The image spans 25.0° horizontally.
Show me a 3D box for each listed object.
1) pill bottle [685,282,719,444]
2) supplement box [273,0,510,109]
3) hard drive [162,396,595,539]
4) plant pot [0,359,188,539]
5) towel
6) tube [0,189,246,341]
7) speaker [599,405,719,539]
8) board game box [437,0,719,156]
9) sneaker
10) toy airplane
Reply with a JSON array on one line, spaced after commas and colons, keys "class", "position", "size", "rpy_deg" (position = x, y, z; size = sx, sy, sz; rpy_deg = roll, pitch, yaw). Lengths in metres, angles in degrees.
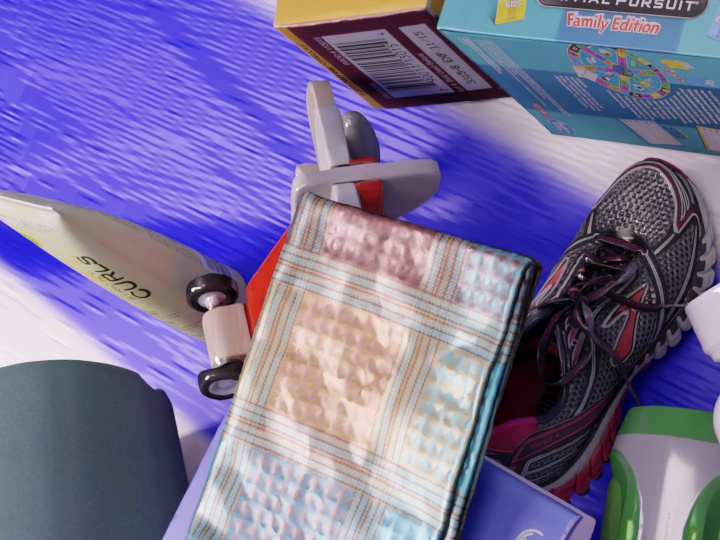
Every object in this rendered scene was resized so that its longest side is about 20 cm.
[{"class": "pill bottle", "position": [0.227, 0.086, 0.725], "size": [0.112, 0.112, 0.200], "rpy_deg": [-30, 78, 19]}, {"class": "supplement box", "position": [0.032, -0.213, 0.964], "size": [0.103, 0.131, 0.200], "rpy_deg": [-3, 73, 29]}, {"class": "hard drive", "position": [0.000, 0.131, 0.787], "size": [0.200, 0.025, 0.132], "rpy_deg": [28, 92, 35]}, {"class": "plant pot", "position": [-0.172, 0.169, 0.930], "size": [0.200, 0.200, 0.196], "rpy_deg": [-24, 55, 22]}, {"class": "towel", "position": [-0.004, 0.073, 0.769], "size": [0.147, 0.022, 0.200], "rpy_deg": [18, 91, 35]}, {"class": "tube", "position": [-0.143, -0.008, 0.956], "size": [0.058, 0.200, 0.052], "rpy_deg": [-30, 59, 19]}, {"class": "speaker", "position": [0.150, 0.171, 0.789], "size": [0.088, 0.088, 0.200], "rpy_deg": [4, 76, 32]}, {"class": "board game box", "position": [0.163, -0.106, 0.835], "size": [0.200, 0.151, 0.047], "rpy_deg": [11, 79, 33]}, {"class": "sneaker", "position": [0.123, 0.026, 0.851], "size": [0.081, 0.075, 0.200], "rpy_deg": [14, 68, 35]}, {"class": "toy airplane", "position": [0.000, 0.000, 0.905], "size": [0.199, 0.141, 0.200], "rpy_deg": [24, 105, 63]}]
